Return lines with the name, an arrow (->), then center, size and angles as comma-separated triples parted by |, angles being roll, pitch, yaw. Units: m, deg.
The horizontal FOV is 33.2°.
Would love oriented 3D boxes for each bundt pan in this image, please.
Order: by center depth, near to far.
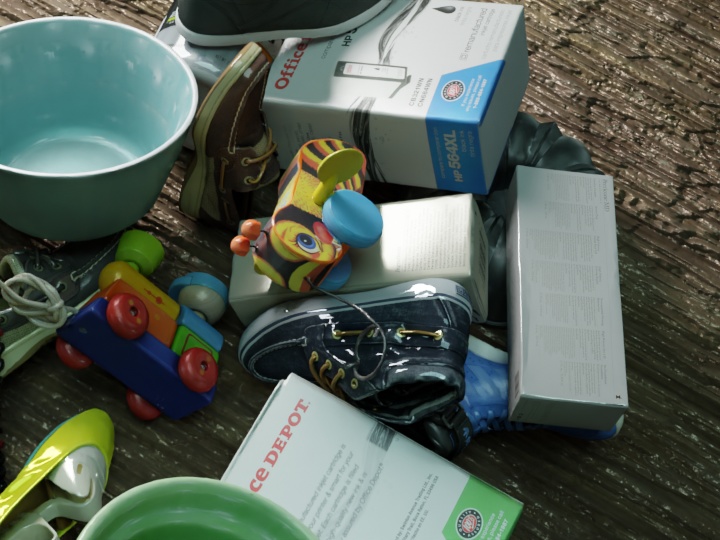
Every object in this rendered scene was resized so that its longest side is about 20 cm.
bundt pan -> 0.129, -0.057, 1.045 | 0.198, 0.076, 0.205 | 4, 59, -6

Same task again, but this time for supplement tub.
supplement tub -> -0.110, -0.213, 1.073 | 0.121, 0.123, 0.202 | 18, 59, 3

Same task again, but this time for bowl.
bowl -> -0.228, -0.100, 0.951 | 0.197, 0.106, 0.203 | 5, 45, -5

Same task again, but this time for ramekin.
ramekin -> -0.102, 0.238, 0.733 | 0.198, 0.098, 0.202 | 22, 40, -19

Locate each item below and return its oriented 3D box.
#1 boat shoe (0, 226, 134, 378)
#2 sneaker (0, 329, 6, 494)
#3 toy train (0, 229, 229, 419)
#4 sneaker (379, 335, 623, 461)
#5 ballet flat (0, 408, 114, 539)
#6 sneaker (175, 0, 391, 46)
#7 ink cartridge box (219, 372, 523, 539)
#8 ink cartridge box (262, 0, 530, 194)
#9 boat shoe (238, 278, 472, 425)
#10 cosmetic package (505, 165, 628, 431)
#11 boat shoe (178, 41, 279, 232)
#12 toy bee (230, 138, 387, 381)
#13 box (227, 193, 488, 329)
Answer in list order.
boat shoe -> -0.257, 0.016, 0.945 | 0.201, 0.067, 0.071 | -43, 38, -23
sneaker -> -0.310, 0.096, 0.861 | 0.094, 0.079, 0.204 | 0, 91, 2
toy train -> -0.185, 0.014, 0.918 | 0.200, 0.084, 0.117 | 41, 42, -26
sneaker -> 0.098, 0.114, 0.941 | 0.197, 0.077, 0.112 | 23, 55, 10
ballet flat -> -0.223, 0.173, 0.848 | 0.066, 0.068, 0.200 | 6, 33, 33
sneaker -> -0.052, -0.243, 0.970 | 0.197, 0.100, 0.071 | -14, 62, -16
ink cartridge box -> -0.004, 0.191, 0.875 | 0.198, 0.084, 0.147 | 29, 67, 9
ink cartridge box -> 0.029, -0.154, 1.017 | 0.197, 0.085, 0.147 | 9, 54, 20
boat shoe -> -0.011, 0.070, 0.905 | 0.197, 0.071, 0.092 | -15, 46, 24
cosmetic package -> 0.155, 0.019, 0.931 | 0.081, 0.051, 0.203 | 6, 59, -3
boat shoe -> -0.093, -0.097, 0.967 | 0.071, 0.201, 0.072 | 31, 51, 3
toy bee -> -0.037, -0.032, 0.867 | 0.107, 0.132, 0.201 | 19, 21, -24
box -> 0.000, 0.000, 0.957 | 0.197, 0.069, 0.083 | -5, 55, 16
